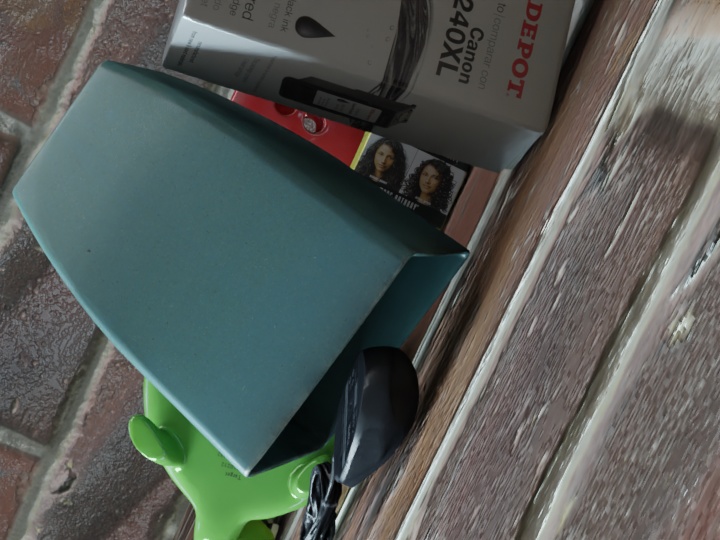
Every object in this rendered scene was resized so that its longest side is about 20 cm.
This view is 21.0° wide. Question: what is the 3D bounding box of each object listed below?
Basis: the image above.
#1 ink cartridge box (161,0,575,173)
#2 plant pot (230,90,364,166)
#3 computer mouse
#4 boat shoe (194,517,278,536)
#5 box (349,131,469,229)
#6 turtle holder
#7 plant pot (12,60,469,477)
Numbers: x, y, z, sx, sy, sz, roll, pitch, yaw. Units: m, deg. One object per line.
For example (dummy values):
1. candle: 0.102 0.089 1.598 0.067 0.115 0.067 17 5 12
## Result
1. ink cartridge box: 0.012 -0.154 1.024 0.083 0.199 0.146 136 149 -71
2. plant pot: -0.048 -0.125 1.934 0.200 0.182 0.201 -155 90 -86
3. computer mouse: -0.002 0.104 1.025 0.200 0.034 0.059 112 164 -55
4. boat shoe: -0.096 0.199 1.444 0.074 0.063 0.201 -62 6 12
5. box: 0.000 0.000 1.292 0.201 0.075 0.050 -64 4 0
6. turtle holder: -0.051 0.087 1.167 0.132 0.140 0.186 -13 -90 -76
7. plant pot: -0.074 -0.014 1.030 0.141 0.200 0.141 -53 -11 10
